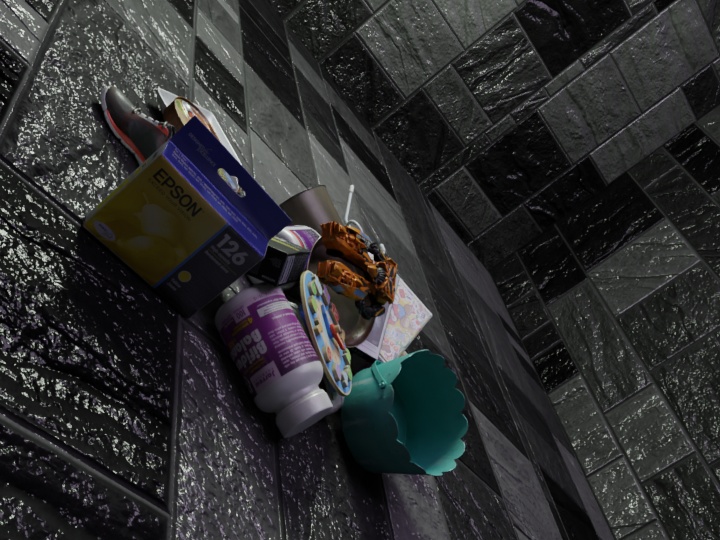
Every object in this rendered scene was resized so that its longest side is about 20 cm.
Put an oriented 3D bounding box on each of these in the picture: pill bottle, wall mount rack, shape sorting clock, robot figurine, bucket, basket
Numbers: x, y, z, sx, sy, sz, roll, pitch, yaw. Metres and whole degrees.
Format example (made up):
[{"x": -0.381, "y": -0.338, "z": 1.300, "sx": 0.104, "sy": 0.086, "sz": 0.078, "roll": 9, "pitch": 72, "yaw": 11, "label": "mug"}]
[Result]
[{"x": -0.127, "y": -0.024, "z": 1.401, "sx": 0.114, "sy": 0.111, "sz": 0.200, "roll": 56, "pitch": 15, "yaw": 6, "label": "pill bottle"}, {"x": -0.023, "y": -0.073, "z": 1.678, "sx": 0.073, "sy": 0.201, "sz": 0.176, "roll": -19, "pitch": 70, "yaw": -30, "label": "wall mount rack"}, {"x": -0.051, "y": 0.097, "z": 1.210, "sx": 0.200, "sy": 0.038, "sz": 0.205, "roll": -22, "pitch": 91, "yaw": -85, "label": "shape sorting clock"}, {"x": 0.000, "y": 0.000, "z": 1.348, "sx": 0.198, "sy": 0.057, "sz": 0.149, "roll": 29, "pitch": 59, "yaw": -46, "label": "robot figurine"}, {"x": 0.072, "y": 0.243, "z": 1.292, "sx": 0.205, "sy": 0.133, "sz": 0.213, "roll": 19, "pitch": 64, "yaw": -45, "label": "bucket"}, {"x": -0.081, "y": -0.051, "z": 1.578, "sx": 0.203, "sy": 0.134, "sz": 0.180, "roll": 60, "pitch": 15, "yaw": 3, "label": "basket"}, {"x": -0.121, "y": 0.129, "z": 1.104, "sx": 0.203, "sy": 0.111, "sz": 0.112, "roll": 59, "pitch": 16, "yaw": 15, "label": "pill bottle"}]

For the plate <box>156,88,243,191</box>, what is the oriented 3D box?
[{"x": -0.298, "y": -0.236, "z": 1.467, "sx": 0.203, "sy": 0.032, "sz": 0.199, "roll": 60, "pitch": 16, "yaw": 13, "label": "plate"}]

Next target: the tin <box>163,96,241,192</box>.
[{"x": -0.279, "y": -0.213, "z": 1.357, "sx": 0.203, "sy": 0.041, "sz": 0.112, "roll": 60, "pitch": 13, "yaw": 10, "label": "tin"}]

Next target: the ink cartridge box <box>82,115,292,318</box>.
[{"x": -0.223, "y": -0.061, "z": 1.015, "sx": 0.198, "sy": 0.198, "sz": 0.047, "roll": 46, "pitch": 16, "yaw": -28, "label": "ink cartridge box"}]

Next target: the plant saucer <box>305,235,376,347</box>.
[{"x": -0.039, "y": 0.035, "z": 1.358, "sx": 0.198, "sy": 0.032, "sz": 0.206, "roll": 22, "pitch": 62, "yaw": -48, "label": "plant saucer"}]

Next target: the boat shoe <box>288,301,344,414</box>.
[{"x": -0.093, "y": 0.143, "z": 1.254, "sx": 0.204, "sy": 0.070, "sz": 0.070, "roll": 64, "pitch": 14, "yaw": 8, "label": "boat shoe"}]

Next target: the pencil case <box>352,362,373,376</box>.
[{"x": 0.063, "y": 0.258, "z": 1.446, "sx": 0.200, "sy": 0.085, "sz": 0.084, "roll": 47, "pitch": 32, "yaw": -32, "label": "pencil case"}]

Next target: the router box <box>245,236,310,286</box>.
[{"x": -0.185, "y": -0.041, "z": 1.158, "sx": 0.196, "sy": 0.053, "sz": 0.157, "roll": 23, "pitch": 6, "yaw": 8, "label": "router box"}]

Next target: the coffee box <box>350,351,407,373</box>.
[{"x": 0.056, "y": 0.204, "z": 1.554, "sx": 0.201, "sy": 0.079, "sz": 0.115, "roll": 51, "pitch": 16, "yaw": -17, "label": "coffee box"}]

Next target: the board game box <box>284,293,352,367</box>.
[{"x": -0.088, "y": 0.113, "z": 1.408, "sx": 0.199, "sy": 0.030, "sz": 0.097, "roll": 34, "pitch": 27, "yaw": -49, "label": "board game box"}]

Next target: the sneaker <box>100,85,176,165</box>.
[{"x": -0.332, "y": -0.218, "z": 1.228, "sx": 0.202, "sy": 0.081, "sz": 0.077, "roll": 55, "pitch": 15, "yaw": -3, "label": "sneaker"}]

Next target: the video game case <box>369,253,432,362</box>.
[{"x": 0.031, "y": 0.066, "z": 1.496, "sx": 0.201, "sy": 0.023, "sz": 0.182, "roll": 48, "pitch": 47, "yaw": -1, "label": "video game case"}]

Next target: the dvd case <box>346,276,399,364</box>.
[{"x": -0.009, "y": 0.055, "z": 1.444, "sx": 0.148, "sy": 0.025, "sz": 0.203, "roll": 31, "pitch": 50, "yaw": -16, "label": "dvd case"}]
